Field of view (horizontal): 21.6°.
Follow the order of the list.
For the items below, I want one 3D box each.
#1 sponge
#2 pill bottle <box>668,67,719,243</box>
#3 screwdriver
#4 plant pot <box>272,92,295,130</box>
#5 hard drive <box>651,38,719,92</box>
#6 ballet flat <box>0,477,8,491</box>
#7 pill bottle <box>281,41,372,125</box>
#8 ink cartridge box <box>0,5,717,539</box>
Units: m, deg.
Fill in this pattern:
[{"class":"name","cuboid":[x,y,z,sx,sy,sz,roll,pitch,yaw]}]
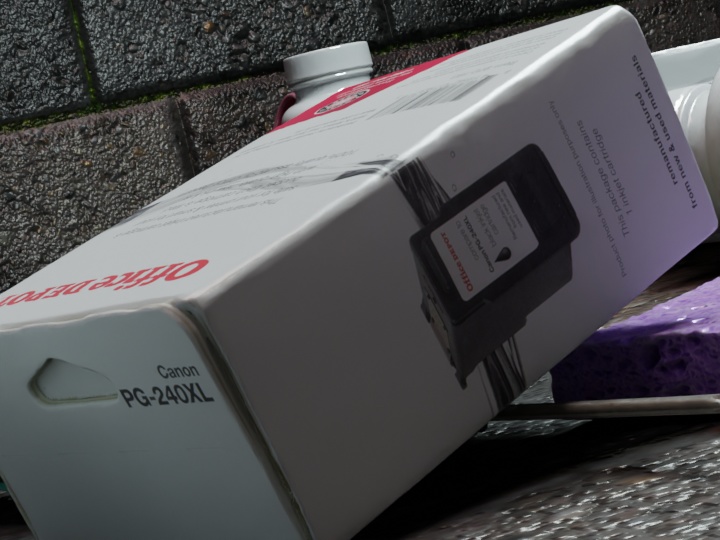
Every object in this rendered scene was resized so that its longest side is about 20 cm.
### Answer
[{"class":"sponge","cuboid":[0.165,0.014,0.577,0.200,0.030,0.111,-9,5,44]},{"class":"pill bottle","cuboid":[0.241,-0.067,0.931,0.200,0.111,0.111,-10,4,38]},{"class":"screwdriver","cuboid":[0.045,0.047,0.577,0.028,0.029,0.200,-15,8,-34]},{"class":"plant pot","cuboid":[-0.019,-0.146,2.635,0.179,0.201,0.200,2,-1,-17]},{"class":"hard drive","cuboid":[0.206,-0.073,1.094,0.132,0.027,0.200,-13,-25,-2]},{"class":"ballet flat","cuboid":[-0.130,0.054,0.712,0.200,0.069,0.068,-9,4,41]},{"class":"pill bottle","cuboid":[-0.012,-0.108,1.772,0.112,0.200,0.112,-13,3,1]},{"class":"ink cartridge box","cuboid":[-0.010,0.005,0.585,0.200,0.084,0.145,-36,17,-37]}]
